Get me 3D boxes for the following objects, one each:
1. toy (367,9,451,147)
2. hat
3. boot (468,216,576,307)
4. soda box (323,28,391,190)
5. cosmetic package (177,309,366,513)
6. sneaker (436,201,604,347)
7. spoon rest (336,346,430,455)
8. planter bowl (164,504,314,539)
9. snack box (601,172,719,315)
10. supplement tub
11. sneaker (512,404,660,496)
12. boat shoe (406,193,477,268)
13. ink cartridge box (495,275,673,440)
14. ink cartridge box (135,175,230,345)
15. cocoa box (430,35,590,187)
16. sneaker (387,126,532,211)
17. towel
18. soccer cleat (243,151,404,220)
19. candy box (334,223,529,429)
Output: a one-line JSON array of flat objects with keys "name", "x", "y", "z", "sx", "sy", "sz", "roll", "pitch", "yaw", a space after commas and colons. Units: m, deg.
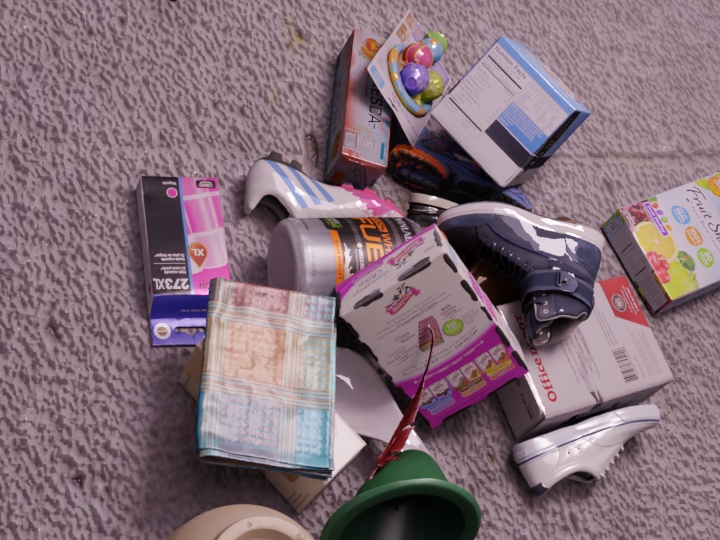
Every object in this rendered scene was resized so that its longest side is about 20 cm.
[{"name": "toy", "x": 0.078, "y": -0.256, "z": 1.622, "sx": 0.116, "sy": 0.047, "sz": 0.201, "roll": 57, "pitch": 29, "yaw": -19}, {"name": "hat", "x": 0.039, "y": 0.210, "z": 1.370, "sx": 0.198, "sy": 0.166, "sz": 0.177, "roll": -27, "pitch": 42, "yaw": 12}, {"name": "boot", "x": 0.203, "y": 0.004, "z": 1.542, "sx": 0.198, "sy": 0.074, "sz": 0.075, "roll": -31, "pitch": 36, "yaw": -15}, {"name": "soda box", "x": 0.001, "y": -0.202, "z": 1.606, "sx": 0.063, "sy": 0.068, "sz": 0.202, "roll": 16, "pitch": 59, "yaw": -16}, {"name": "cosmetic package", "x": -0.097, "y": 0.151, "z": 1.357, "sx": 0.200, "sy": 0.105, "sz": 0.071, "roll": 45, "pitch": 57, "yaw": 7}, {"name": "sneaker", "x": 0.177, "y": 0.005, "z": 1.471, "sx": 0.199, "sy": 0.077, "sz": 0.148, "roll": 11, "pitch": 62, "yaw": 4}, {"name": "spoon rest", "x": 0.013, "y": 0.168, "z": 1.419, "sx": 0.200, "sy": 0.061, "sz": 0.099, "roll": 46, "pitch": 56, "yaw": 5}, {"name": "planter bowl", "x": -0.109, "y": 0.317, "z": 1.245, "sx": 0.197, "sy": 0.135, "sz": 0.203, "roll": 10, "pitch": 59, "yaw": -17}, {"name": "snack box", "x": 0.440, "y": -0.039, "z": 1.708, "sx": 0.198, "sy": 0.053, "sz": 0.144, "roll": -18, "pitch": 72, "yaw": -29}, {"name": "supplement tub", "x": 0.000, "y": 0.000, "z": 1.466, "sx": 0.197, "sy": 0.123, "sz": 0.124, "roll": -2, "pitch": 64, "yaw": -23}, {"name": "sneaker", "x": 0.273, "y": 0.213, "z": 1.503, "sx": 0.197, "sy": 0.073, "sz": 0.072, "roll": -16, "pitch": 79, "yaw": -19}, {"name": "boat shoe", "x": 0.141, "y": -0.035, "z": 1.577, "sx": 0.197, "sy": 0.074, "sz": 0.067, "roll": 20, "pitch": 82, "yaw": -28}, {"name": "ink cartridge box", "x": 0.255, "y": 0.104, "z": 1.537, "sx": 0.198, "sy": 0.083, "sz": 0.148, "roll": -12, "pitch": 68, "yaw": -26}, {"name": "ink cartridge box", "x": -0.199, "y": -0.013, "z": 1.446, "sx": 0.093, "sy": 0.037, "sz": 0.203, "roll": 0, "pitch": 65, "yaw": -22}, {"name": "cocoa box", "x": 0.193, "y": -0.197, "z": 1.588, "sx": 0.133, "sy": 0.131, "sz": 0.200, "roll": 46, "pitch": 15, "yaw": 7}, {"name": "sneaker", "x": 0.134, "y": -0.124, "z": 1.619, "sx": 0.198, "sy": 0.075, "sz": 0.079, "roll": 29, "pitch": 53, "yaw": -8}, {"name": "towel", "x": -0.093, "y": 0.108, "z": 1.308, "sx": 0.145, "sy": 0.022, "sz": 0.203, "roll": 10, "pitch": 61, "yaw": -16}, {"name": "soccer cleat", "x": -0.047, "y": -0.068, "z": 1.524, "sx": 0.197, "sy": 0.070, "sz": 0.087, "roll": 20, "pitch": 70, "yaw": -6}, {"name": "candy box", "x": 0.080, "y": 0.065, "z": 1.403, "sx": 0.201, "sy": 0.135, "sz": 0.061, "roll": 52, "pitch": 13, "yaw": -32}]
